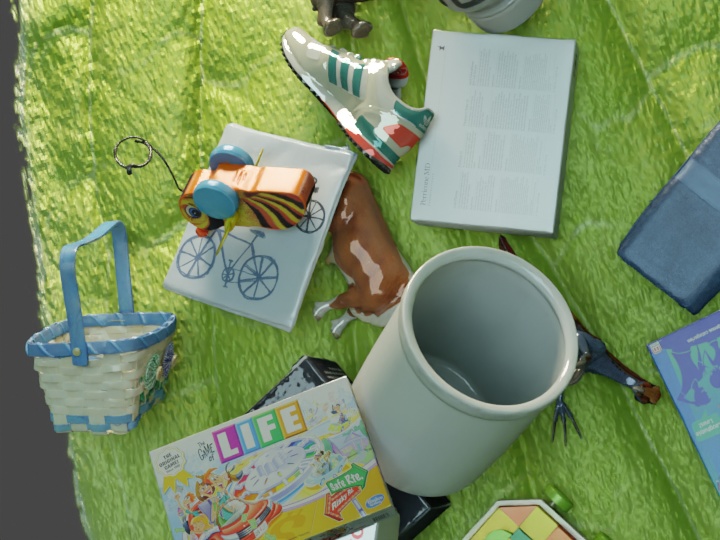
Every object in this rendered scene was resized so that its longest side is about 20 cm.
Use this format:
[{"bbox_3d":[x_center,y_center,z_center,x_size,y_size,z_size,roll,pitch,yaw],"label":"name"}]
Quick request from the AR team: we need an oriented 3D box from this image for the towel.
[{"bbox_3d":[0.354,-0.061,1.604,0.112,0.049,0.200,41,94,14],"label":"towel"}]

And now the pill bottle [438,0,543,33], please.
[{"bbox_3d":[0.096,-0.329,1.605,0.113,0.200,0.114,-24,48,30],"label":"pill bottle"}]

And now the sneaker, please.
[{"bbox_3d":[0.000,-0.196,1.679,0.093,0.070,0.200,-41,63,6],"label":"sneaker"}]

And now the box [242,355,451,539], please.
[{"bbox_3d":[-0.050,0.226,1.635,0.197,0.117,0.200,-42,76,7],"label":"box"}]

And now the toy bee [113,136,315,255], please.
[{"bbox_3d":[-0.140,-0.079,1.663,0.199,0.109,0.131,30,59,24],"label":"toy bee"}]

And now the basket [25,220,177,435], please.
[{"bbox_3d":[-0.265,0.058,1.678,0.138,0.176,0.201,-7,102,12],"label":"basket"}]

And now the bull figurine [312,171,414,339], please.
[{"bbox_3d":[0.000,0.000,1.672,0.121,0.065,0.201,-27,74,16],"label":"bull figurine"}]

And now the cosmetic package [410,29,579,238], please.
[{"bbox_3d":[0.138,-0.140,1.661,0.150,0.052,0.201,7,86,12],"label":"cosmetic package"}]

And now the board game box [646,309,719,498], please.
[{"bbox_3d":[0.390,0.131,1.578,0.151,0.045,0.201,-27,80,9],"label":"board game box"}]

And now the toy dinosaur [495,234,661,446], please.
[{"bbox_3d":[0.216,0.067,1.608,0.180,0.105,0.201,13,75,-6],"label":"toy dinosaur"}]

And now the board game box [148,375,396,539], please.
[{"bbox_3d":[-0.082,0.196,1.489,0.199,0.034,0.135,-22,64,1],"label":"board game box"}]

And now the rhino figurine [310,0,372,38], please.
[{"bbox_3d":[0.028,-0.327,1.697,0.200,0.060,0.088,-38,52,6],"label":"rhino figurine"}]

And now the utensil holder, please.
[{"bbox_3d":[0.087,0.100,1.512,0.169,0.200,0.171,10,57,-15],"label":"utensil holder"}]

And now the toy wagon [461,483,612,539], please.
[{"bbox_3d":[0.191,0.319,1.609,0.200,0.040,0.155,42,95,14],"label":"toy wagon"}]

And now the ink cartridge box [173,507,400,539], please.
[{"bbox_3d":[-0.074,0.282,1.534,0.199,0.083,0.148,7,86,14],"label":"ink cartridge box"}]

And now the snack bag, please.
[{"bbox_3d":[-0.107,-0.051,1.691,0.188,0.021,0.201,15,82,36],"label":"snack bag"}]
